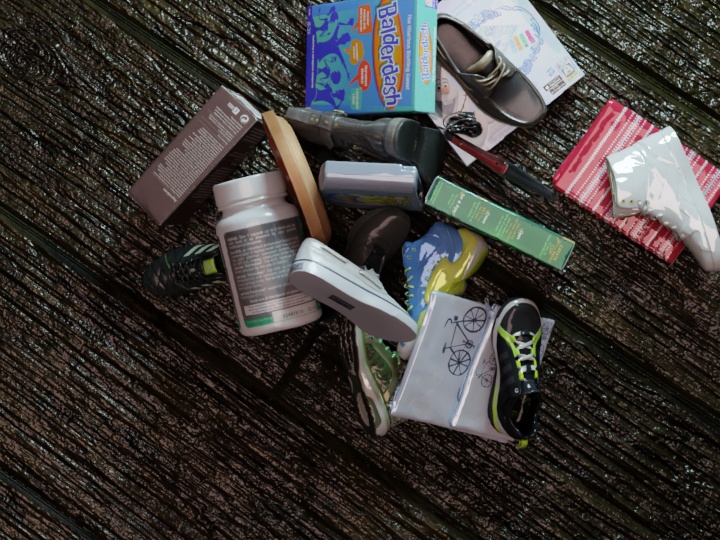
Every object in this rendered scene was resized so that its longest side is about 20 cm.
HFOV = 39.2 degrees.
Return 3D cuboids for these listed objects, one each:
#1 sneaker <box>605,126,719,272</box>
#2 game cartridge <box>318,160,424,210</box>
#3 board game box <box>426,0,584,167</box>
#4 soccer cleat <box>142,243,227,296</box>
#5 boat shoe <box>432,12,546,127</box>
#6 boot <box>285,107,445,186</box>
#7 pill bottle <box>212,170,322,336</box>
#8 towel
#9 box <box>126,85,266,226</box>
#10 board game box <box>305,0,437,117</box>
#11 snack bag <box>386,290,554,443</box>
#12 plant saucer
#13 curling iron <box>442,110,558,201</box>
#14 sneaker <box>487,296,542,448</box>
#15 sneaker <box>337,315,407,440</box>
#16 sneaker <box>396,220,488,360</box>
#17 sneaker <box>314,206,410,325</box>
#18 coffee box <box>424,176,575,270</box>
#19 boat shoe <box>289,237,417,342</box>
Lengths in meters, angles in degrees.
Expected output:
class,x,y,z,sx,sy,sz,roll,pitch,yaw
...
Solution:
class,x,y,z,sx,sy,sz,roll,pitch,yaw
sneaker,0.393,-0.075,1.330,0.115,0.074,0.201,-23,81,6
game cartridge,0.013,-0.108,1.326,0.133,0.200,0.041,7,86,8
board game box,0.164,-0.281,1.374,0.200,0.043,0.199,-37,91,8
soccer cleat,-0.219,-0.007,1.421,0.199,0.081,0.068,-13,92,8
boat shoe,0.158,-0.259,1.317,0.200,0.073,0.075,39,99,3
boot,0.011,-0.176,1.355,0.173,0.200,0.070,13,83,28
pill bottle,-0.125,-0.023,1.322,0.113,0.113,0.201,-13,94,8
towel,0.378,-0.121,1.371,0.200,0.022,0.145,34,95,2
box,-0.221,-0.156,1.403,0.075,0.100,0.200,43,97,4
board game box,0.011,-0.282,1.340,0.199,0.045,0.153,4,95,42
snack bag,0.153,0.131,1.375,0.199,0.021,0.189,17,97,-21
plant saucer,-0.081,-0.118,1.339,0.032,0.200,0.201,-23,91,-5
curling iron,0.191,-0.147,1.353,0.200,0.026,0.050,35,128,-20
sneaker,0.221,0.136,1.343,0.071,0.083,0.201,-4,104,-21
sneaker,0.027,0.131,1.421,0.088,0.077,0.201,-13,91,-23
sneaker,0.088,0.021,1.399,0.105,0.076,0.200,35,93,18
sneaker,0.000,0.000,1.378,0.076,0.091,0.200,33,109,-29
coffee box,0.184,-0.062,1.350,0.199,0.123,0.044,27,94,6
boat shoe,-0.003,0.026,1.305,0.199,0.072,0.066,29,57,-21
